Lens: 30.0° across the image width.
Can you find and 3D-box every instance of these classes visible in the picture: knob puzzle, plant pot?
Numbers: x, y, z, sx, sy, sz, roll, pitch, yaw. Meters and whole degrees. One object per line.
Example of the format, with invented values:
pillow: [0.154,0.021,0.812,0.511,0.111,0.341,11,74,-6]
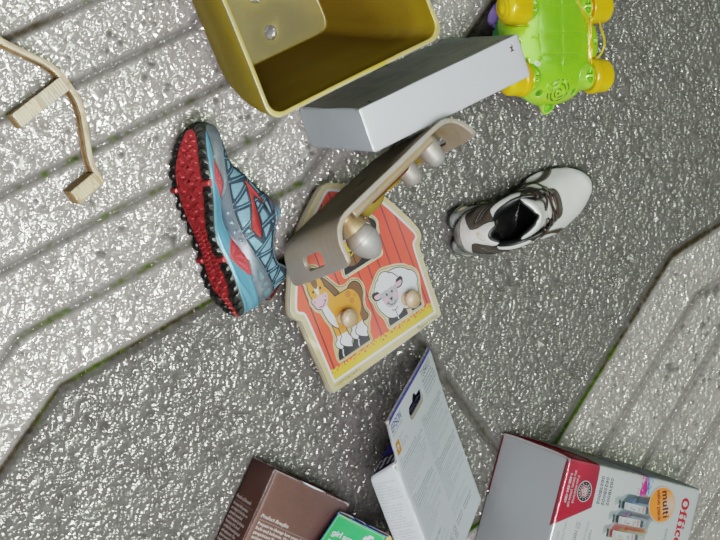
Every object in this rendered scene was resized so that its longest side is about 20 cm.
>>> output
knob puzzle: [0.000,0.000,1.437,0.218,0.030,0.223,0,90,-38]
plant pot: [-0.073,-0.278,1.317,0.199,0.176,0.202,-29,106,-20]

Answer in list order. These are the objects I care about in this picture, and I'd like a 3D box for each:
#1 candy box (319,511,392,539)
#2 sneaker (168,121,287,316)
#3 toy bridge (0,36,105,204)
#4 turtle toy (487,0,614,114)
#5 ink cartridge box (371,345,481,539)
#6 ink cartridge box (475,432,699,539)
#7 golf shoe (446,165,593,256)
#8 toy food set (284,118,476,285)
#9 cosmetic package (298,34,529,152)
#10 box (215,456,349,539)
candy box: [-0.027,0.382,1.399,0.201,0.076,0.170,-56,146,-25]
sneaker: [-0.131,-0.061,1.377,0.095,0.079,0.202,-27,113,-35]
toy bridge: [-0.309,-0.163,1.294,0.067,0.027,0.201,-41,111,-20]
turtle toy: [0.199,-0.275,1.493,0.144,0.101,0.203,-5,96,-26]
ink cartridge box: [0.066,0.211,1.439,0.040,0.200,0.202,-13,105,21]
ink cartridge box: [0.262,0.289,1.553,0.198,0.144,0.147,16,88,-27]
golf shoe: [0.197,-0.062,1.517,0.198,0.094,0.079,-25,104,-24]
toy food set: [0.019,-0.066,1.354,0.200,0.143,0.061,-44,100,-24]
cosmetic package: [0.054,-0.186,1.402,0.199,0.150,0.052,-28,106,-21]
box: [-0.105,0.311,1.415,0.100,0.075,0.202,29,84,-25]
